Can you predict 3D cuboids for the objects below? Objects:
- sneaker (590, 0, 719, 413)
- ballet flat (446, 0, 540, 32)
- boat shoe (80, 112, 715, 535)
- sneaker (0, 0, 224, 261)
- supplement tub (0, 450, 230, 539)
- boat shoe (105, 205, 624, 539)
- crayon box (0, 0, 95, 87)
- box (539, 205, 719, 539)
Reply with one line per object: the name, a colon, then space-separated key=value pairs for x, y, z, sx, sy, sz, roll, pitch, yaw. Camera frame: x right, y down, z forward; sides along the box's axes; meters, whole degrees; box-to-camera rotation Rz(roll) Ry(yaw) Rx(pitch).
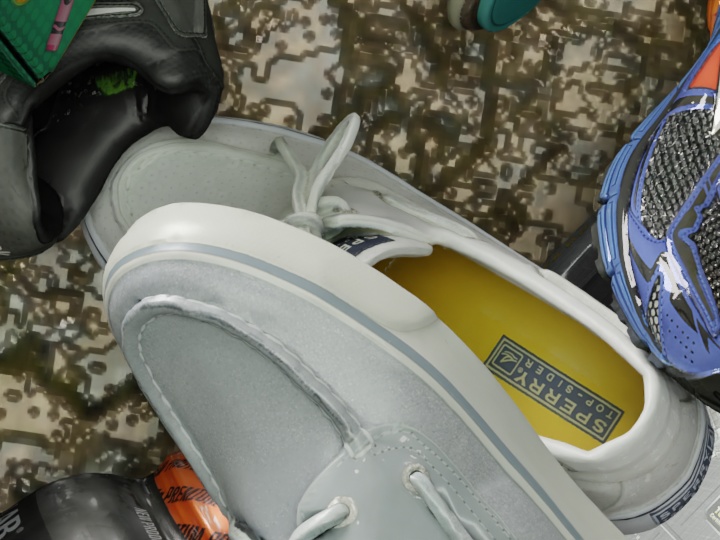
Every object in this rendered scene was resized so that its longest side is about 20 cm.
sneaker: x=0.120 y=-0.045 z=0.741 sx=0.075 sy=0.078 sz=0.201 roll=30 pitch=53 yaw=-13
ballet flat: x=0.075 y=-0.158 z=0.799 sx=0.069 sy=0.069 sz=0.200 roll=41 pitch=86 yaw=-2
boat shoe: x=-0.002 y=0.004 z=0.745 sx=0.201 sy=0.086 sz=0.075 roll=31 pitch=82 yaw=23
sneaker: x=-0.124 y=-0.034 z=0.766 sx=0.199 sy=0.067 sz=0.091 roll=-27 pitch=55 yaw=-4
supplement tub: x=-0.098 y=0.139 z=0.754 sx=0.199 sy=0.123 sz=0.123 roll=-33 pitch=92 yaw=-3
boat shoe: x=0.010 y=0.069 z=0.678 sx=0.201 sy=0.072 sz=0.070 roll=44 pitch=132 yaw=-10
crayon box: x=-0.091 y=-0.164 z=0.748 sx=0.118 sy=0.058 sz=0.201 roll=25 pitch=77 yaw=22
box: x=0.114 y=0.079 z=0.803 sx=0.200 sy=0.048 sz=0.158 roll=45 pitch=87 yaw=-2
